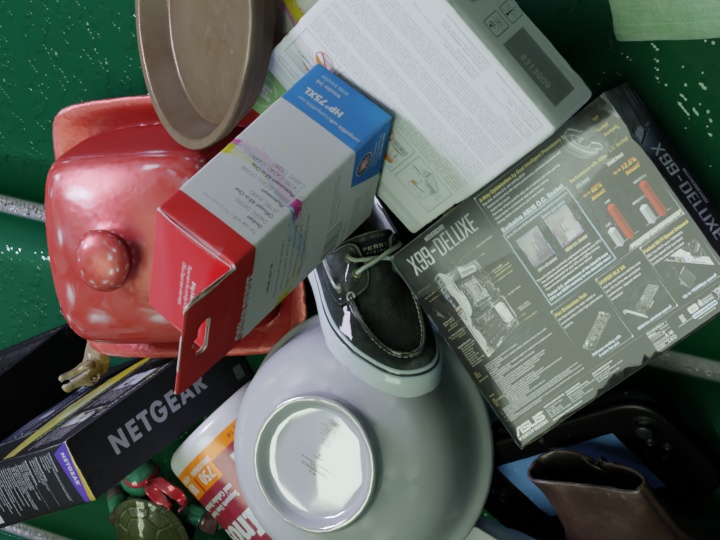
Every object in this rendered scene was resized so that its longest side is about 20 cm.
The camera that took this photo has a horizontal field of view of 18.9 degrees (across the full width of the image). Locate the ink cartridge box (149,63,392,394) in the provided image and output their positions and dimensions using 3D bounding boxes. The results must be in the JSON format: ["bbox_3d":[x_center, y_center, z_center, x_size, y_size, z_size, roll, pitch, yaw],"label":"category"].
[{"bbox_3d":[-0.071,-0.026,1.394,0.067,0.200,0.116,37,150,15],"label":"ink cartridge box"}]

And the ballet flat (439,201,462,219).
[{"bbox_3d":[0.101,0.008,1.492,0.067,0.046,0.201,-17,104,41],"label":"ballet flat"}]

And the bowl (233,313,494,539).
[{"bbox_3d":[-0.014,0.129,1.521,0.200,0.090,0.203,3,97,25],"label":"bowl"}]

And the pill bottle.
[{"bbox_3d":[-0.042,0.184,1.655,0.200,0.113,0.113,47,133,5],"label":"pill bottle"}]

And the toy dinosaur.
[{"bbox_3d":[-0.172,0.013,1.703,0.200,0.058,0.101,-38,94,22],"label":"toy dinosaur"}]

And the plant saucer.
[{"bbox_3d":[-0.106,-0.184,1.494,0.200,0.029,0.202,10,102,61],"label":"plant saucer"}]

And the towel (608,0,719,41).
[{"bbox_3d":[0.202,-0.236,1.295,0.152,0.023,0.201,3,117,37],"label":"towel"}]

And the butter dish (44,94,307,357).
[{"bbox_3d":[-0.156,-0.021,1.571,0.199,0.148,0.201,-2,102,24],"label":"butter dish"}]

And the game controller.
[{"bbox_3d":[0.156,0.138,1.517,0.199,0.042,0.104,-21,116,43],"label":"game controller"}]

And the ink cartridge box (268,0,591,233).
[{"bbox_3d":[0.038,-0.125,1.390,0.160,0.047,0.200,49,149,-3],"label":"ink cartridge box"}]

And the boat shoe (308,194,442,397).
[{"bbox_3d":[0.000,0.000,1.496,0.071,0.072,0.200,100,148,-44],"label":"boat shoe"}]

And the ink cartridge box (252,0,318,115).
[{"bbox_3d":[0.004,-0.168,1.449,0.117,0.067,0.200,39,132,11],"label":"ink cartridge box"}]

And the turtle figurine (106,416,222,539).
[{"bbox_3d":[-0.157,0.205,1.772,0.149,0.101,0.201,10,126,32],"label":"turtle figurine"}]

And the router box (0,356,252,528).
[{"bbox_3d":[-0.201,0.124,1.682,0.157,0.200,0.052,-20,101,43],"label":"router box"}]

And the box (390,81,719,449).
[{"bbox_3d":[0.139,-0.001,1.418,0.200,0.050,0.158,-38,84,30],"label":"box"}]

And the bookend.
[{"bbox_3d":[-0.334,0.150,1.798,0.199,0.199,0.092,-21,104,43],"label":"bookend"}]

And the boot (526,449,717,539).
[{"bbox_3d":[0.217,0.197,1.460,0.199,0.073,0.167,11,148,40],"label":"boot"}]

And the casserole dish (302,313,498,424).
[{"bbox_3d":[0.034,0.067,1.581,0.199,0.039,0.122,-21,99,42],"label":"casserole dish"}]

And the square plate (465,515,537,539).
[{"bbox_3d":[0.162,0.260,1.539,0.200,0.028,0.199,20,146,52],"label":"square plate"}]
